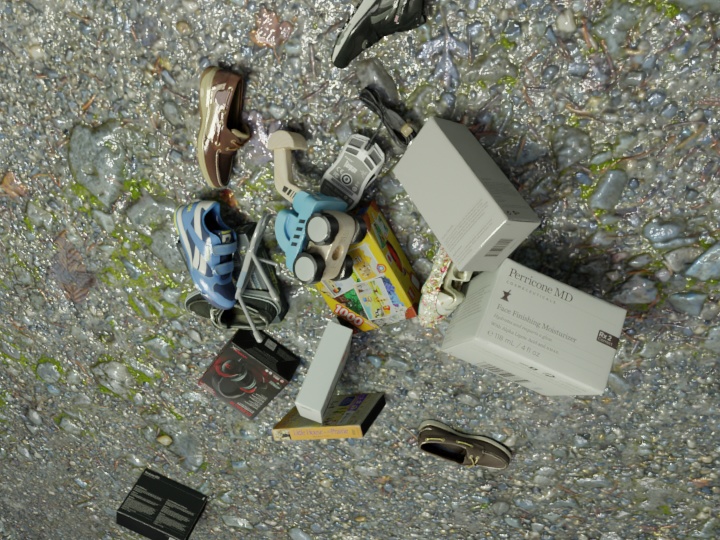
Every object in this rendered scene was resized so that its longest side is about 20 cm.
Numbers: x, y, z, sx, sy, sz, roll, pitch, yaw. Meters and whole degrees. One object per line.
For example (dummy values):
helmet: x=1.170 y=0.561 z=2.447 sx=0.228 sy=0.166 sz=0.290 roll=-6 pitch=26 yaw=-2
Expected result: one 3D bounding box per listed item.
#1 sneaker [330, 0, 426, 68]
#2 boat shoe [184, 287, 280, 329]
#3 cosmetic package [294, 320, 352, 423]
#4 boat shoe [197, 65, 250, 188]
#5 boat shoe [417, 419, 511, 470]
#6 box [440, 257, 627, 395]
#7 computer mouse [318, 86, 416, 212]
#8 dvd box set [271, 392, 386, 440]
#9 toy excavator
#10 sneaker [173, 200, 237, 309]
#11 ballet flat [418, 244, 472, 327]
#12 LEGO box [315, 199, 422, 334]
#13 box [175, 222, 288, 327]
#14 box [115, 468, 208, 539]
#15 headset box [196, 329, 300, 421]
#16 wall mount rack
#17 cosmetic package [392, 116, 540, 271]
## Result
sneaker: x=0.038 y=-0.338 z=0.753 sx=0.087 sy=0.076 sz=0.200 roll=34 pitch=126 yaw=-13
boat shoe: x=-0.249 y=0.072 z=1.054 sx=0.199 sy=0.071 sz=0.072 roll=-1 pitch=122 yaw=19
cosmetic package: x=-0.065 y=0.192 z=1.038 sx=0.051 sy=0.152 sz=0.200 roll=19 pitch=161 yaw=4
boat shoe: x=-0.215 y=-0.222 z=0.915 sx=0.072 sy=0.072 sz=0.201 roll=15 pitch=120 yaw=10
boat shoe: x=0.215 y=0.376 z=1.177 sx=0.199 sy=0.060 sz=0.072 roll=20 pitch=126 yaw=4
box: x=0.256 y=0.095 z=0.875 sx=0.198 sy=0.131 sz=0.200 roll=23 pitch=165 yaw=-1
computer mouse: x=0.000 y=-0.177 z=0.889 sx=0.109 sy=0.044 sz=0.200 roll=38 pitch=124 yaw=-2
dvd box set: x=-0.062 y=0.300 z=1.164 sx=0.199 sy=0.146 sz=0.030 roll=-10 pitch=100 yaw=22
toy excavator: x=-0.091 y=-0.099 z=0.883 sx=0.199 sy=0.100 sz=0.195 roll=31 pitch=110 yaw=28
sneaker: x=-0.255 y=-0.029 z=0.988 sx=0.082 sy=0.074 sz=0.201 roll=-17 pitch=97 yaw=20
ballet flat: x=0.146 y=0.014 z=0.920 sx=0.064 sy=0.075 sz=0.201 roll=36 pitch=120 yaw=45
LEGO box: x=0.000 y=0.000 z=0.985 sx=0.148 sy=0.077 sz=0.201 roll=-19 pitch=115 yaw=28
box: x=-0.243 y=0.014 z=1.091 sx=0.157 sy=0.051 sz=0.201 roll=-6 pitch=120 yaw=22
box: x=-0.548 y=0.664 z=1.568 sx=0.199 sy=0.141 sz=0.079 roll=24 pitch=129 yaw=1
headset box: x=-0.245 y=0.224 z=1.216 sx=0.148 sy=0.075 sz=0.200 roll=38 pitch=126 yaw=-9
wall mount rack: x=-0.161 y=0.008 z=0.929 sx=0.074 sy=0.174 sz=0.200 roll=20 pitch=136 yaw=-8
cosmetic package: x=0.143 y=-0.108 z=0.796 sx=0.108 sy=0.085 sz=0.201 roll=-51 pitch=54 yaw=37
